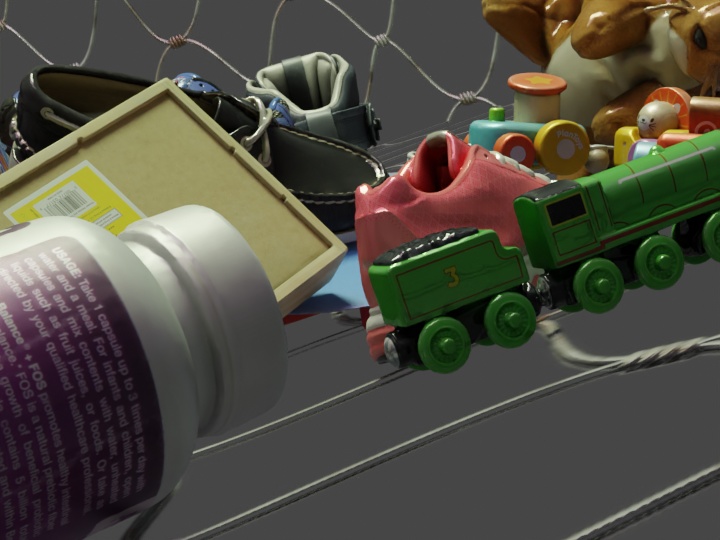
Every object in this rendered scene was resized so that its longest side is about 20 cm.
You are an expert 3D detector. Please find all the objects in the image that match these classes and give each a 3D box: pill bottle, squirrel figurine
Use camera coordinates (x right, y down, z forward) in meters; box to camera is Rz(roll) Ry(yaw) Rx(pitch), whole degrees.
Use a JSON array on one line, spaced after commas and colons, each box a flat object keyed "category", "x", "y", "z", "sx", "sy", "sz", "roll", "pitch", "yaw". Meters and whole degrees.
[{"category": "pill bottle", "x": -0.127, "y": 0.047, "z": 0.708, "sx": 0.199, "sy": 0.113, "sz": 0.112, "roll": -22, "pitch": 6, "yaw": -31}, {"category": "squirrel figurine", "x": 0.209, "y": -0.139, "z": 1.221, "sx": 0.199, "sy": 0.143, "sz": 0.186, "roll": -13, "pitch": -7, "yaw": -37}]

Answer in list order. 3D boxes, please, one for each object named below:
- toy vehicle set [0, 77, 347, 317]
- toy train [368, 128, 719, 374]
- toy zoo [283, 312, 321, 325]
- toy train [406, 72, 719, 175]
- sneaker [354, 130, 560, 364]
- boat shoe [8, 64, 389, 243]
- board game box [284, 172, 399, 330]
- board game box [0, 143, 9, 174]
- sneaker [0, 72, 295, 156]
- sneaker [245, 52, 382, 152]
[{"category": "toy vehicle set", "x": -0.111, "y": 0.000, "z": 0.914, "sx": 0.200, "sy": 0.124, "sz": 0.027, "roll": -37, "pitch": -14, "yaw": -43}, {"category": "toy train", "x": 0.095, "y": -0.013, "z": 0.835, "sx": 0.199, "sy": 0.057, "sz": 0.042, "roll": -21, "pitch": 6, "yaw": -17}, {"category": "toy zoo", "x": 0.013, "y": -0.004, "z": 1.205, "sx": 0.198, "sy": 0.021, "sz": 0.131, "roll": -19, "pitch": 6, "yaw": 15}, {"category": "toy train", "x": 0.131, "y": -0.076, "z": 1.098, "sx": 0.198, "sy": 0.056, "sz": 0.150, "roll": 5, "pitch": 6, "yaw": 25}, {"category": "sneaker", "x": 0.061, "y": -0.026, "z": 0.919, "sx": 0.073, "sy": 0.088, "sz": 0.200, "roll": -14, "pitch": 7, "yaw": 33}, {"category": "boat shoe", "x": -0.077, "y": -0.062, "z": 1.032, "sx": 0.198, "sy": 0.061, "sz": 0.074, "roll": 11, "pitch": 37, "yaw": -3}, {"category": "board game box", "x": 0.000, "y": 0.000, "z": 1.057, "sx": 0.156, "sy": 0.039, "sz": 0.200, "roll": -4, "pitch": 21, "yaw": 13}, {"category": "board game box", "x": -0.323, "y": -0.027, "z": 1.346, "sx": 0.198, "sy": 0.201, "sz": 0.200, "roll": -19, "pitch": -16, "yaw": -5}, {"category": "sneaker", "x": -0.118, "y": -0.077, "z": 1.175, "sx": 0.199, "sy": 0.079, "sz": 0.075, "roll": 11, "pitch": -16, "yaw": -37}, {"category": "sneaker", "x": -0.026, "y": -0.071, "z": 1.378, "sx": 0.076, "sy": 0.147, "sz": 0.202, "roll": -21, "pitch": 4, "yaw": -7}]
